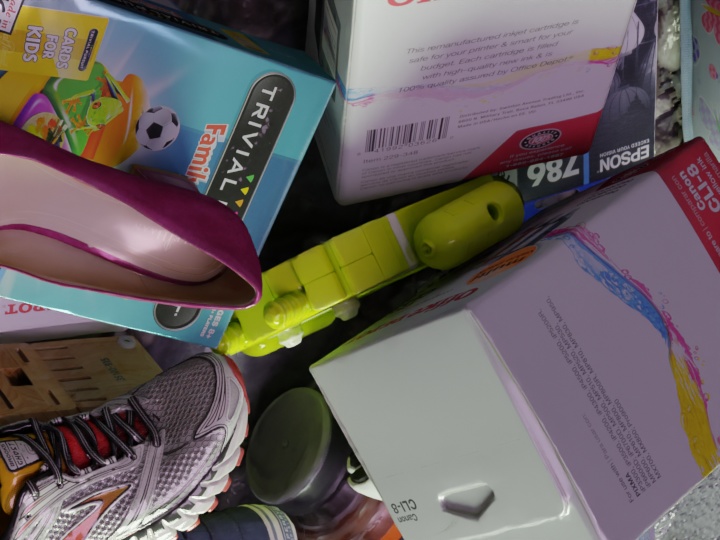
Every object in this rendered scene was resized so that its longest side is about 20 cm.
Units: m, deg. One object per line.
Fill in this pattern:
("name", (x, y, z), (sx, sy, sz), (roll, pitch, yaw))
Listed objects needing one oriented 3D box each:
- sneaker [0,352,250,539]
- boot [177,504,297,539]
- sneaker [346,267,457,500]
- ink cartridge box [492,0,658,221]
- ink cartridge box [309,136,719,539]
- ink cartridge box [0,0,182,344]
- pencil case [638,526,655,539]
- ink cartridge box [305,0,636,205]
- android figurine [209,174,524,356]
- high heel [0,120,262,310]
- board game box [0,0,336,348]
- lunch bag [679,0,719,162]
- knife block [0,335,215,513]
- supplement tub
("sneaker", (-0.142, 0.106, 1.008), (0.200, 0.078, 0.082), (-37, 136, -6))
("boot", (-0.116, 0.205, 1.126), (0.090, 0.073, 0.200), (3, 126, -39))
("sneaker", (0.058, 0.062, 1.156), (0.081, 0.200, 0.075), (34, 141, -14))
("ink cartridge box", (0.122, -0.108, 1.177), (0.099, 0.039, 0.201), (-18, 124, -22))
("ink cartridge box", (0.108, 0.051, 1.048), (0.200, 0.145, 0.145), (-34, 96, -37))
("ink cartridge box", (-0.152, -0.038, 1.037), (0.115, 0.068, 0.201), (-6, 119, -25))
("pencil case", (0.132, 0.101, 1.199), (0.091, 0.201, 0.083), (-24, 138, 34))
("ink cartridge box", (0.052, -0.128, 1.011), (0.147, 0.086, 0.200), (-11, 151, -11))
("android figurine", (0.000, 0.000, 1.089), (0.200, 0.182, 0.041), (-26, 90, -49))
("high heel", (-0.141, -0.017, 0.891), (0.199, 0.096, 0.068), (11, 111, -32))
("board game box", (-0.130, -0.057, 0.966), (0.199, 0.047, 0.151), (15, 108, -32))
("lunch bag", (0.277, -0.101, 1.187), (0.127, 0.170, 0.201), (-18, 120, -24))
("knife block", (-0.169, 0.126, 1.107), (0.199, 0.064, 0.176), (-3, 122, -37))
("supplement tub", (0.027, 0.136, 1.213), (0.200, 0.107, 0.107), (29, 99, -38))
